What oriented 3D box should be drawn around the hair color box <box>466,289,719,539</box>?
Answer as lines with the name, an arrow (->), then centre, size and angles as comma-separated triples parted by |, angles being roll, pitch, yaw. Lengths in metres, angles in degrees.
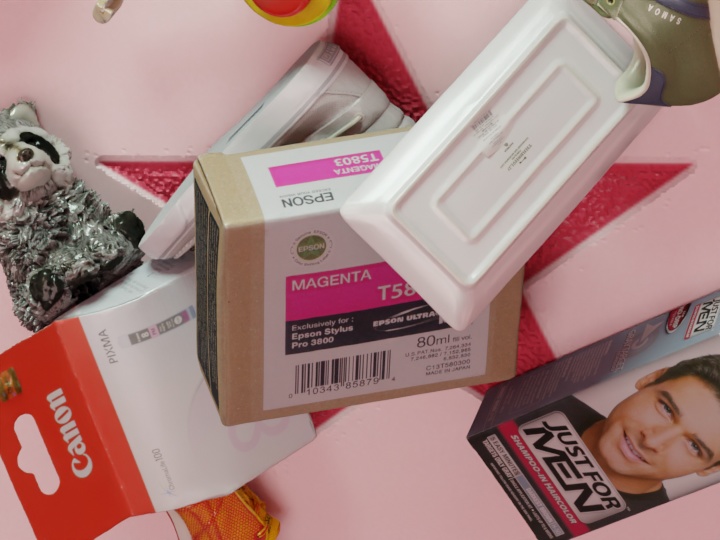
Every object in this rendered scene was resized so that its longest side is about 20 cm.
hair color box -> 0.179, 0.096, 1.763 | 0.199, 0.061, 0.099 | -25, 110, 31

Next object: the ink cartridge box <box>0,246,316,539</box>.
ink cartridge box -> -0.140, 0.088, 1.802 | 0.057, 0.200, 0.163 | 19, 136, 51

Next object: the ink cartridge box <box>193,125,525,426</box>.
ink cartridge box -> 0.000, 0.000, 1.696 | 0.199, 0.075, 0.165 | -9, 130, -13

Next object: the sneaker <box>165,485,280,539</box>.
sneaker -> -0.100, 0.163, 1.917 | 0.077, 0.073, 0.201 | -14, 122, 3

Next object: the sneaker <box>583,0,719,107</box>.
sneaker -> 0.164, -0.179, 1.574 | 0.089, 0.067, 0.201 | -14, 120, 9

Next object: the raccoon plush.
raccoon plush -> -0.230, -0.016, 1.830 | 0.134, 0.097, 0.200 | 49, 139, 13

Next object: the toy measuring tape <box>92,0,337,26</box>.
toy measuring tape -> -0.071, -0.172, 1.676 | 0.199, 0.074, 0.074 | -20, 113, 30

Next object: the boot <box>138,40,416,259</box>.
boot -> -0.051, -0.051, 1.742 | 0.095, 0.074, 0.200 | 41, 122, -10

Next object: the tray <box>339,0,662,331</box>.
tray -> 0.090, -0.071, 1.629 | 0.107, 0.022, 0.200 | 44, 81, -10
